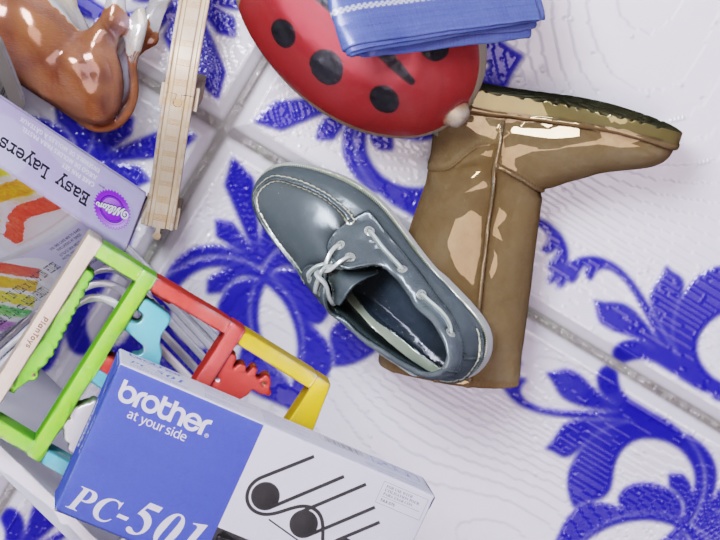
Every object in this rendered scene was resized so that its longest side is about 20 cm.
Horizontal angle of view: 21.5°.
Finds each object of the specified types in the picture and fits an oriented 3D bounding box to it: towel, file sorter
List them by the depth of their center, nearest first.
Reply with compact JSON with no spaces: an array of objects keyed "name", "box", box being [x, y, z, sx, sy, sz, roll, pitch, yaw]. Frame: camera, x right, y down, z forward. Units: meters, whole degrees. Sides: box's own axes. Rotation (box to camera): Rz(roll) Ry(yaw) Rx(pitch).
[{"name":"towel","box":[0.025,-0.230,1.169,0.144,0.024,0.201,-11,78,-26]},{"name":"file sorter","box":[-0.163,0.074,1.219,0.124,0.200,0.139,-42,102,4]}]

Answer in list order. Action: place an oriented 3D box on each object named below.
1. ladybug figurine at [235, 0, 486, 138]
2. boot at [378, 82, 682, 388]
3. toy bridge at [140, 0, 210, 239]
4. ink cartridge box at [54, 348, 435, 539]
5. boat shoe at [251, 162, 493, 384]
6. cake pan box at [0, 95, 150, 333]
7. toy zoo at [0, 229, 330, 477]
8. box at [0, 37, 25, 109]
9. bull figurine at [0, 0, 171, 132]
[{"name":"ladybug figurine","box":[-0.004,-0.166,1.204,0.200,0.072,0.136,43,102,5]},{"name":"boot","box":[0.112,-0.019,1.272,0.174,0.066,0.201,11,103,9]},{"name":"toy bridge","box":[-0.117,-0.117,1.237,0.027,0.067,0.201,10,103,-4]},{"name":"ink cartridge box","box":[-0.067,0.129,1.096,0.199,0.044,0.094,24,95,-11]},{"name":"boat shoe","box":[0.000,0.000,1.242,0.200,0.062,0.073,42,112,13]},{"name":"cake pan box","box":[-0.258,-0.043,1.157,0.184,0.053,0.200,37,139,-25]},{"name":"toy zoo","box":[-0.109,0.084,1.115,0.199,0.020,0.132,32,95,-12]},{"name":"box","box":[-0.319,-0.119,1.193,0.199,0.082,0.069,13,62,10]},{"name":"bull figurine","box":[-0.222,-0.173,1.222,0.199,0.065,0.122,31,101,-8]}]
